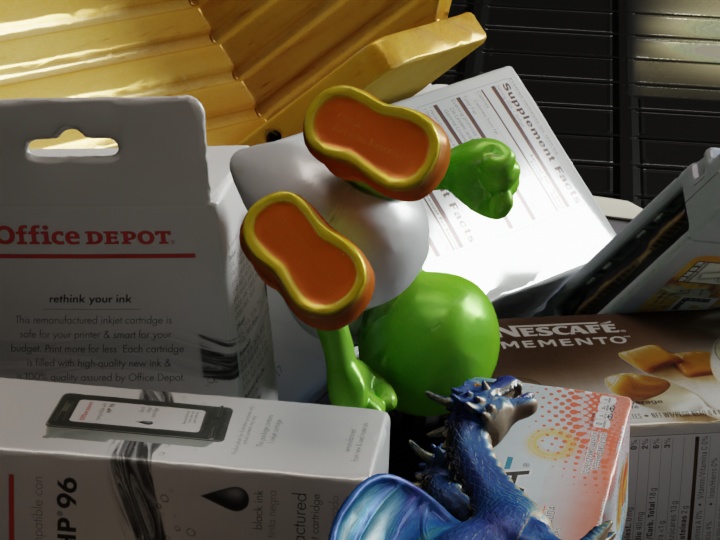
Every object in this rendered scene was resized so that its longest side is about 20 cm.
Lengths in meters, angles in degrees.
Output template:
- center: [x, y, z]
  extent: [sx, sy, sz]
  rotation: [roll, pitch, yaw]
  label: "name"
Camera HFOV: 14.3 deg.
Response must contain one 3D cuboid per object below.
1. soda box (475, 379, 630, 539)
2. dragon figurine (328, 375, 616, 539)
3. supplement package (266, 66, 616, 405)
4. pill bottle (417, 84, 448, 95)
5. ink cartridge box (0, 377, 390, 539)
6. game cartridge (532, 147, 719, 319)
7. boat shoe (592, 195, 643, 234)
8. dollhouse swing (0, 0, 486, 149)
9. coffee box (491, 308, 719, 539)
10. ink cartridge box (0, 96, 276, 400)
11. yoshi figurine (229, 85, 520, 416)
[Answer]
- center: [0.054, 0.127, 1.083]
  extent: [0.068, 0.064, 0.200]
  rotation: [7, 35, 12]
  label: "soda box"
- center: [0.021, 0.109, 0.989]
  extent: [0.099, 0.059, 0.200]
  rotation: [20, 40, 27]
  label: "dragon figurine"
- center: [0.005, -0.003, 1.343]
  extent: [0.199, 0.114, 0.110]
  rotation: [-20, 74, -43]
  label: "supplement package"
- center: [-0.028, -0.072, 1.547]
  extent: [0.199, 0.117, 0.116]
  rotation: [17, 27, 32]
  label: "pill bottle"
- center: [-0.092, 0.110, 1.110]
  extent: [0.199, 0.117, 0.068]
  rotation: [4, 21, 6]
  label: "ink cartridge box"
- center: [0.175, 0.003, 1.314]
  extent: [0.132, 0.200, 0.042]
  rotation: [8, 61, -21]
  label: "game cartridge"
- center: [0.169, 0.007, 1.481]
  extent: [0.199, 0.073, 0.063]
  rotation: [8, 66, 0]
  label: "boat shoe"
- center: [-0.086, -0.144, 1.301]
  extent: [0.181, 0.201, 0.176]
  rotation: [-36, -13, 22]
  label: "dollhouse swing"
- center: [0.148, 0.075, 1.260]
  extent: [0.199, 0.080, 0.114]
  rotation: [-2, 23, -10]
  label: "coffee box"
- center: [-0.100, 0.015, 1.193]
  extent: [0.115, 0.201, 0.068]
  rotation: [0, 22, 12]
  label: "ink cartridge box"
- center: [0.015, 0.004, 1.138]
  extent: [0.112, 0.113, 0.200]
  rotation: [-11, -14, 2]
  label: "yoshi figurine"
